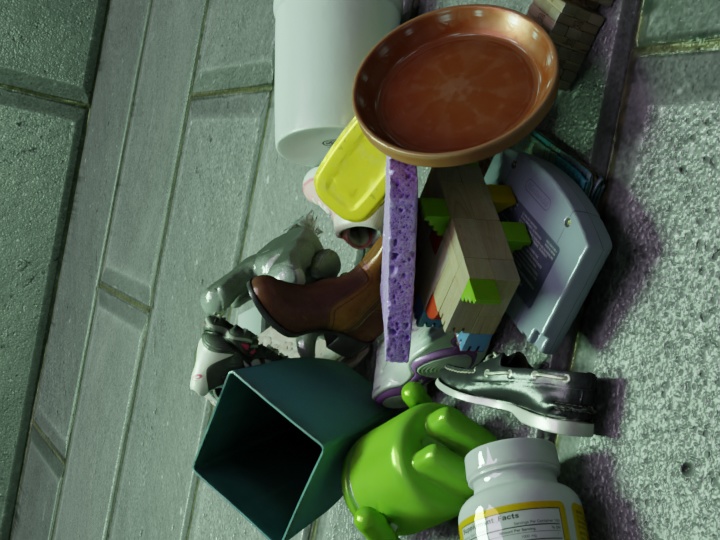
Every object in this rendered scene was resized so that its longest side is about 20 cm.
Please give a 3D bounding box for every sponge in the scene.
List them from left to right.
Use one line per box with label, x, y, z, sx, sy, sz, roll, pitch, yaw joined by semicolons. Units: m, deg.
sponge;0.037;-0.018;1.046;0.112;0.030;0.201;-91;2;-52

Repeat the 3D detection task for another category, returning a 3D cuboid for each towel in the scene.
towel;-0.106;0.125;1.387;0.200;0.190;0.032;21;142;58
towel;0.163;-0.068;1.092;0.148;0.022;0.200;-68;30;20

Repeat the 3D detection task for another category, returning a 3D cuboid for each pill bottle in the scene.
pill bottle;0.145;0.254;0.921;0.112;0.112;0.202;-43;44;48

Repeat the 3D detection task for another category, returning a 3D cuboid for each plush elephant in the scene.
plush elephant;-0.071;0.035;1.315;0.164;0.156;0.200;-20;18;33

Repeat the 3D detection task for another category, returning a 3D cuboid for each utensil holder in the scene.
utensil holder;-0.030;-0.250;1.360;0.170;0.169;0.202;-23;62;58

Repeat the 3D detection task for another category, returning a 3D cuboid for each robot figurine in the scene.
robot figurine;0.055;0.208;1.100;0.200;0.115;0.176;-39;25;53

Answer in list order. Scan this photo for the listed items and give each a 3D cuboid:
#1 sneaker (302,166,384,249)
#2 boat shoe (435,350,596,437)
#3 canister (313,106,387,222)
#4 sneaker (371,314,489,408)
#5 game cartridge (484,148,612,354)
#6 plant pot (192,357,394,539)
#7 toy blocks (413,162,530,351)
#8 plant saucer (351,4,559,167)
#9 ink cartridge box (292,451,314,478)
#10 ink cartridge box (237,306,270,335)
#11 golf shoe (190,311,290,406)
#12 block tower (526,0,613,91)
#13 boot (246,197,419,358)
sneaker;-0.023;-0.079;1.384;0.200;0.075;0.106;-4;72;57
boat shoe;0.146;0.107;1.011;0.200;0.073;0.061;11;91;59
canister;0.042;-0.152;1.161;0.149;0.086;0.200;-50;0;39
sneaker;0.068;0.077;1.163;0.200;0.074;0.100;-39;44;49
game cartridge;0.164;-0.031;1.015;0.134;0.041;0.200;-63;30;23
plant pot;-0.059;0.185;1.216;0.141;0.199;0.142;35;117;24
toy blocks;0.090;-0.001;1.032;0.137;0.099;0.201;109;156;-44
plant saucer;0.090;-0.175;1.015;0.032;0.199;0.201;68;-174;-51
ink cartridge box;-0.111;0.221;1.351;0.200;0.108;0.051;-98;10;-64
ink cartridge box;-0.173;0.165;1.621;0.173;0.043;0.202;-26;59;56
golf shoe;-0.140;0.114;1.231;0.077;0.200;0.089;22;81;25
block tower;0.211;-0.272;1.035;0.201;0.057;0.054;-64;32;24
boot;0.000;0.000;1.143;0.200;0.188;0.069;-43;38;22
